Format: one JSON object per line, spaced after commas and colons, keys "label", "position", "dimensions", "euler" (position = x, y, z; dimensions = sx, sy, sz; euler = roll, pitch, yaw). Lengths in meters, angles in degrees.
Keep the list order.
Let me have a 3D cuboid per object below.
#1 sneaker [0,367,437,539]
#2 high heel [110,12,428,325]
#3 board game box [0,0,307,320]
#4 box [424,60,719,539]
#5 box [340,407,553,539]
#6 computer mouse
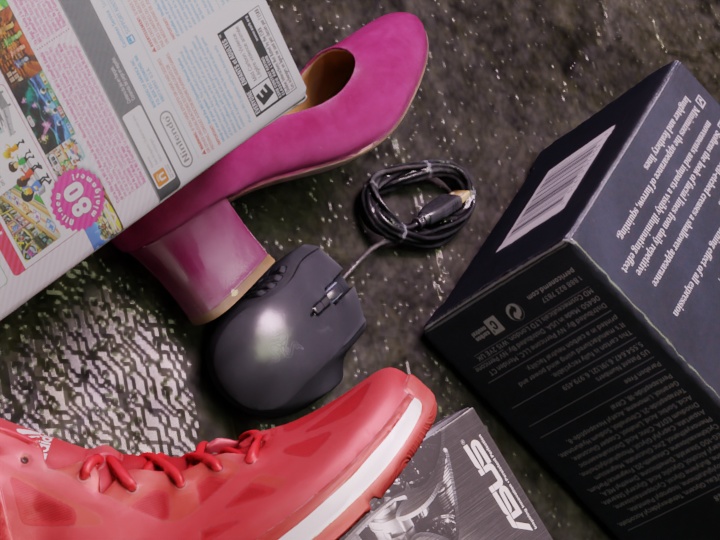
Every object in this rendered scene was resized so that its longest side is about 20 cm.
{"label": "sneaker", "position": [-0.075, 0.075, 0.804], "dimensions": [0.200, 0.078, 0.116], "euler": [-40, 89, -14]}
{"label": "high heel", "position": [-0.045, -0.074, 0.964], "dimensions": [0.096, 0.067, 0.200], "euler": [52, 57, -19]}
{"label": "board game box", "position": [-0.133, -0.075, 0.821], "dimensions": [0.200, 0.064, 0.148], "euler": [-38, 114, -28]}
{"label": "box", "position": [0.154, 0.034, 1.042], "dimensions": [0.200, 0.107, 0.149], "euler": [46, 45, -9]}
{"label": "box", "position": [0.037, 0.177, 0.906], "dimensions": [0.158, 0.048, 0.201], "euler": [-28, 86, -46]}
{"label": "computer mouse", "position": [0.000, 0.000, 0.983], "dimensions": [0.059, 0.034, 0.200], "euler": [50, 45, -5]}
